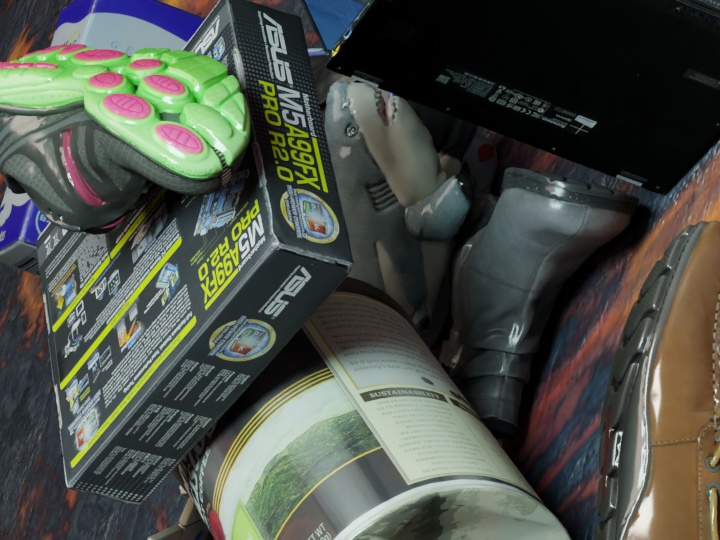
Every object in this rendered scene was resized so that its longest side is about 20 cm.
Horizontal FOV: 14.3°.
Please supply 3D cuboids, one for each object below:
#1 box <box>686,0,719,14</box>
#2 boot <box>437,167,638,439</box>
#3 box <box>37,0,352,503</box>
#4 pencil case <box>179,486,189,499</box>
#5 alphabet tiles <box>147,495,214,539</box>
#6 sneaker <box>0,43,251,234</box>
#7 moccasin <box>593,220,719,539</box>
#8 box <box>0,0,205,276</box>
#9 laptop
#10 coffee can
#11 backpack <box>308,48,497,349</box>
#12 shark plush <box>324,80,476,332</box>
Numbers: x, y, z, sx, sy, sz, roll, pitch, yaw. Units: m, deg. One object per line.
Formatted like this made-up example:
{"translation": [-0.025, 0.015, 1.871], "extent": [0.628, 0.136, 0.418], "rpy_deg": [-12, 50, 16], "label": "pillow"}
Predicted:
{"translation": [0.096, -0.159, 1.382], "extent": [0.044, 0.200, 0.160], "rpy_deg": [-71, 17, -6], "label": "box"}
{"translation": [0.083, 0.024, 1.471], "extent": [0.200, 0.070, 0.132], "rpy_deg": [139, 145, -78], "label": "boot"}
{"translation": [-0.086, -0.009, 1.391], "extent": [0.200, 0.044, 0.160], "rpy_deg": [-49, 40, 36], "label": "box"}
{"translation": [-0.050, 0.067, 1.784], "extent": [0.089, 0.078, 0.200], "rpy_deg": [168, 121, -74], "label": "pencil case"}
{"translation": [-0.087, 0.170, 1.572], "extent": [0.167, 0.006, 0.200], "rpy_deg": [-66, -18, 16], "label": "alphabet tiles"}
{"translation": [-0.112, -0.058, 1.346], "extent": [0.200, 0.077, 0.084], "rpy_deg": [15, 121, 55], "label": "sneaker"}
{"translation": [0.143, 0.077, 1.214], "extent": [0.074, 0.078, 0.202], "rpy_deg": [112, 167, -66], "label": "moccasin"}
{"translation": [-0.144, -0.078, 2.049], "extent": [0.105, 0.184, 0.201], "rpy_deg": [158, 129, -69], "label": "box"}
{"translation": [0.083, -0.125, 1.404], "extent": [0.200, 0.187, 0.116], "rpy_deg": [130, 153, -50], "label": "laptop"}
{"translation": [0.001, 0.113, 1.395], "extent": [0.147, 0.146, 0.200], "rpy_deg": [-64, 32, 19], "label": "coffee can"}
{"translation": [-0.026, -0.042, 1.671], "extent": [0.190, 0.154, 0.200], "rpy_deg": [13, 77, 46], "label": "backpack"}
{"translation": [0.000, 0.000, 1.550], "extent": [0.091, 0.083, 0.200], "rpy_deg": [-91, 15, -65], "label": "shark plush"}
